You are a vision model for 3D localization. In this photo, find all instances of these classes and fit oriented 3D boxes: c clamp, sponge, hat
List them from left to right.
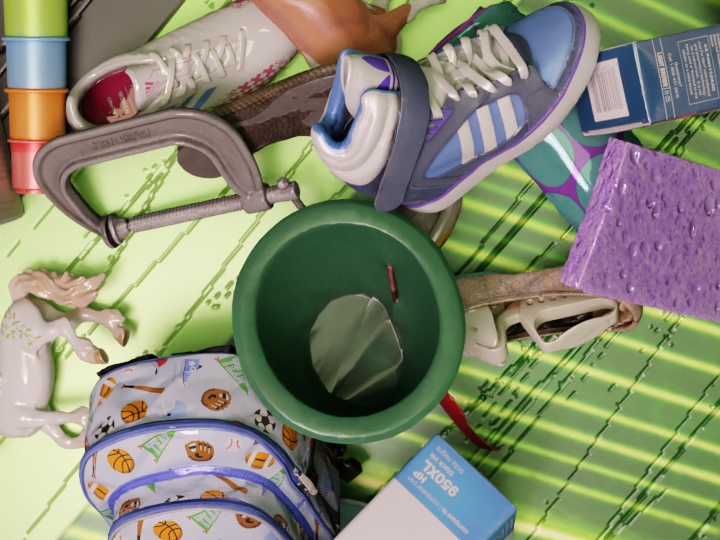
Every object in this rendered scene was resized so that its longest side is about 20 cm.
[{"bbox_3d":[-0.142,-0.057,1.341,0.199,0.171,0.027,-7,51,16],"label":"c clamp"},{"bbox_3d":[0.000,0.061,1.322,0.165,0.176,0.201,-19,80,0],"label":"hat"},{"bbox_3d":[0.247,-0.023,1.302,0.199,0.030,0.112,13,98,-31],"label":"sponge"}]

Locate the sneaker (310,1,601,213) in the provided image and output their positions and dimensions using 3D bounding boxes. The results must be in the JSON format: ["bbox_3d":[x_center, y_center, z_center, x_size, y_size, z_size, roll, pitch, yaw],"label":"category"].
[{"bbox_3d":[0.057,-0.128,1.211,0.200,0.146,0.081,-43,51,20],"label":"sneaker"}]

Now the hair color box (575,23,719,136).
[{"bbox_3d":[0.262,-0.148,1.267,0.199,0.100,0.061,-14,95,-20],"label":"hair color box"}]

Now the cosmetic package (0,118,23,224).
[{"bbox_3d":[-0.324,-0.126,1.345,0.074,0.102,0.201,-14,94,5],"label":"cosmetic package"}]

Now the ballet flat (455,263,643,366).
[{"bbox_3d":[0.120,0.035,1.340,0.199,0.068,0.068,-12,53,6],"label":"ballet flat"}]

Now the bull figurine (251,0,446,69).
[{"bbox_3d":[-0.013,-0.192,1.319,0.200,0.065,0.122,46,73,-24],"label":"bull figurine"}]

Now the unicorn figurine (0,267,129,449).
[{"bbox_3d":[-0.261,0.094,1.383,0.137,0.074,0.201,12,82,12],"label":"unicorn figurine"}]

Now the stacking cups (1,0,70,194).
[{"bbox_3d":[-0.247,-0.160,1.356,0.060,0.061,0.201,-1,96,4],"label":"stacking cups"}]

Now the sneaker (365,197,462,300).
[{"bbox_3d":[0.000,0.000,1.340,0.075,0.090,0.200,39,95,1],"label":"sneaker"}]

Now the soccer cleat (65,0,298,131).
[{"bbox_3d":[-0.132,-0.150,1.337,0.199,0.086,0.070,-26,93,5],"label":"soccer cleat"}]

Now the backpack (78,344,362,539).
[{"bbox_3d":[-0.119,0.151,1.300,0.199,0.155,0.191,-16,129,11],"label":"backpack"}]

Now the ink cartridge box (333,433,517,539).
[{"bbox_3d":[0.017,0.232,1.289,0.084,0.145,0.200,42,77,15],"label":"ink cartridge box"}]

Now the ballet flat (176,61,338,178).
[{"bbox_3d":[-0.054,-0.121,1.304,0.199,0.047,0.067,-20,136,32],"label":"ballet flat"}]

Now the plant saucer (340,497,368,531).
[{"bbox_3d":[-0.025,0.279,1.370,0.199,0.036,0.201,-1,72,2],"label":"plant saucer"}]

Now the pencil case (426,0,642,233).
[{"bbox_3d":[0.139,-0.109,1.324,0.200,0.085,0.092,48,134,-2],"label":"pencil case"}]
